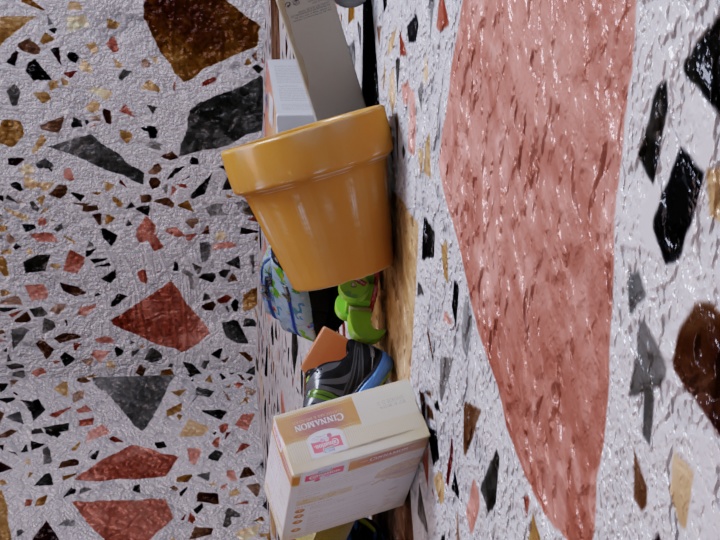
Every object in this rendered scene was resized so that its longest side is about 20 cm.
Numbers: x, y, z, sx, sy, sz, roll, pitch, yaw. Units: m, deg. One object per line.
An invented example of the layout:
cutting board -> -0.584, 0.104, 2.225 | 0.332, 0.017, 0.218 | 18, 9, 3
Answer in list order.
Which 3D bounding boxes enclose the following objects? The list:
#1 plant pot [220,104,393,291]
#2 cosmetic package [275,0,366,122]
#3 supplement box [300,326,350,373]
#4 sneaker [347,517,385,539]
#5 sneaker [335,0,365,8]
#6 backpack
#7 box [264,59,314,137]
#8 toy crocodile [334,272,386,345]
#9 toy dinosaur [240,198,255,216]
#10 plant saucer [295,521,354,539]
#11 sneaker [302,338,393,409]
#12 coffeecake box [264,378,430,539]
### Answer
plant pot -> -0.043, -0.080, 1.516 | 0.200, 0.200, 0.184 | -146, 39, -80
cosmetic package -> -0.054, -0.293, 1.679 | 0.104, 0.073, 0.200 | -108, 1, -58
supplement box -> -0.033, 0.120, 1.682 | 0.067, 0.069, 0.200 | -60, -5, -6
sneaker -> 0.001, 0.341, 1.659 | 0.200, 0.066, 0.079 | -124, 42, -73
sneaker -> -0.028, -0.454, 1.667 | 0.118, 0.074, 0.201 | 90, 165, -61
backpack -> -0.066, 0.005, 1.785 | 0.163, 0.153, 0.200 | -57, -38, -38
box -> -0.094, -0.229, 2.057 | 0.200, 0.106, 0.153 | -104, 15, -56
toy crocodile -> 0.000, 0.000, 1.637 | 0.068, 0.062, 0.200 | 101, 170, -58
toy dinosaur -> -0.054, -0.100, 1.654 | 0.077, 0.200, 0.102 | 45, 159, 32
plant saucer -> -0.021, 0.261, 1.641 | 0.200, 0.048, 0.200 | -159, 93, -81
sneaker -> -0.042, 0.159, 1.521 | 0.200, 0.083, 0.071 | -49, -17, -31
coffeecake box -> -0.019, 0.211, 1.408 | 0.200, 0.153, 0.073 | 103, 149, -58
